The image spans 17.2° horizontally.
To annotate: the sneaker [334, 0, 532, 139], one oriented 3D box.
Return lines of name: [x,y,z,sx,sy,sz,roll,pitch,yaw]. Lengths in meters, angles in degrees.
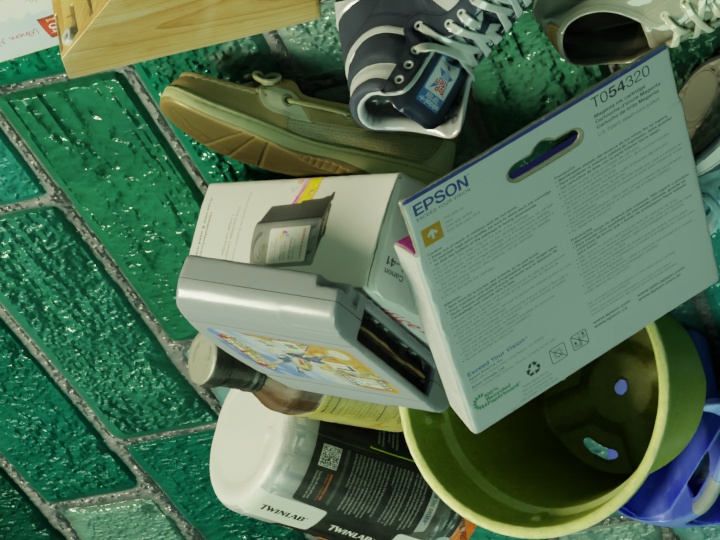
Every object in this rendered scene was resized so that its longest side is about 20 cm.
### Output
sneaker: [0.067,-0.151,1.395,0.199,0.109,0.070,-27,140,34]

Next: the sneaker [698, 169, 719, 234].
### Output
sneaker: [0.226,-0.045,1.586,0.198,0.083,0.074,-7,148,9]

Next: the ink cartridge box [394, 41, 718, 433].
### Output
ink cartridge box: [0.119,-0.024,1.466,0.195,0.043,0.201,-30,130,-13]

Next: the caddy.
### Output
caddy: [0.264,0.133,1.835,0.140,0.106,0.201,4,146,-9]

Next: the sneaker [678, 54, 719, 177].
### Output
sneaker: [0.294,-0.099,1.510,0.145,0.077,0.202,22,140,-27]

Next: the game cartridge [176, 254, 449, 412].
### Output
game cartridge: [-0.033,0.043,1.532,0.132,0.042,0.200,4,162,26]

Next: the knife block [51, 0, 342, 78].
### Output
knife block: [-0.059,-0.174,1.370,0.175,0.064,0.200,18,132,-35]

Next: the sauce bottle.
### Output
sauce bottle: [-0.033,0.076,1.735,0.199,0.065,0.065,13,145,-33]

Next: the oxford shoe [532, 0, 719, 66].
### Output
oxford shoe: [0.200,-0.165,1.426,0.198,0.058,0.075,-13,143,15]

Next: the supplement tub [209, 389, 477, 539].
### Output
supplement tub: [-0.006,0.151,1.843,0.199,0.123,0.122,20,142,-28]

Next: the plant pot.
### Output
plant pot: [0.154,0.084,1.679,0.199,0.202,0.184,-18,169,25]

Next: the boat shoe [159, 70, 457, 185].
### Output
boat shoe: [-0.031,-0.096,1.535,0.199,0.064,0.073,17,168,-14]

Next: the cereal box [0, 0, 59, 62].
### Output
cereal box: [-0.244,-0.194,1.385,0.143,0.040,0.200,-14,145,16]

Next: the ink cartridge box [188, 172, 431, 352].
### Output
ink cartridge box: [0.000,0.000,1.578,0.147,0.086,0.199,25,162,-38]
